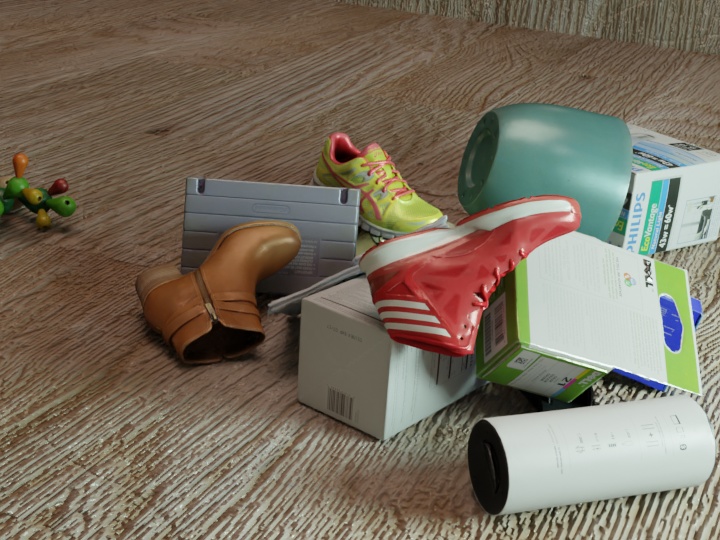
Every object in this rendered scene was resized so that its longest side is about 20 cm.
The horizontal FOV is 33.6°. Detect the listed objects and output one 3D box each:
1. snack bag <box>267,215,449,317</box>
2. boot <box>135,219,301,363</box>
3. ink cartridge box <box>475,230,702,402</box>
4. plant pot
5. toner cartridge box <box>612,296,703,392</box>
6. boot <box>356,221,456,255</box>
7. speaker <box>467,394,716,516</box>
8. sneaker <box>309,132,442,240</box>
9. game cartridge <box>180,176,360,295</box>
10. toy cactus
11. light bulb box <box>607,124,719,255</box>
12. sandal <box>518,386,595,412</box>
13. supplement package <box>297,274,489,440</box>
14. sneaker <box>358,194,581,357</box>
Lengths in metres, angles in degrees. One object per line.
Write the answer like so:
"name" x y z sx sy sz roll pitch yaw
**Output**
"snack bag" 0.000 0.000 1.240 0.200 0.021 0.189 -25 -4 1
"boot" -0.129 0.027 1.265 0.200 0.074 0.155 -24 36 -15
"ink cartridge box" 0.212 0.048 1.121 0.200 0.076 0.148 17 53 -19
"plant pot" 0.217 -0.118 1.486 0.161 0.201 0.201 15 19 -14
"toner cartridge box" 0.236 0.039 1.217 0.200 0.095 0.043 23 22 5
"boot" 0.059 -0.025 1.450 0.155 0.072 0.200 16 24 21
"speaker" 0.193 0.154 1.004 0.200 0.081 0.081 -5 23 -20
"sneaker" 0.018 -0.102 1.413 0.200 0.090 0.078 29 32 31
"game cartridge" -0.104 -0.037 1.368 0.200 0.130 0.038 5 7 0
"toy cactus" -0.465 -0.102 1.537 0.200 0.102 0.165 -6 12 -2
"light bulb box" 0.367 -0.114 1.653 0.200 0.125 0.198 -11 26 -35
"sandal" 0.197 0.111 1.156 0.075 0.048 0.200 0 23 -8
"supplement package" 0.048 0.066 1.159 0.114 0.110 0.200 21 27 36
"sneaker" 0.108 0.013 1.041 0.200 0.116 0.078 -17 -14 3
